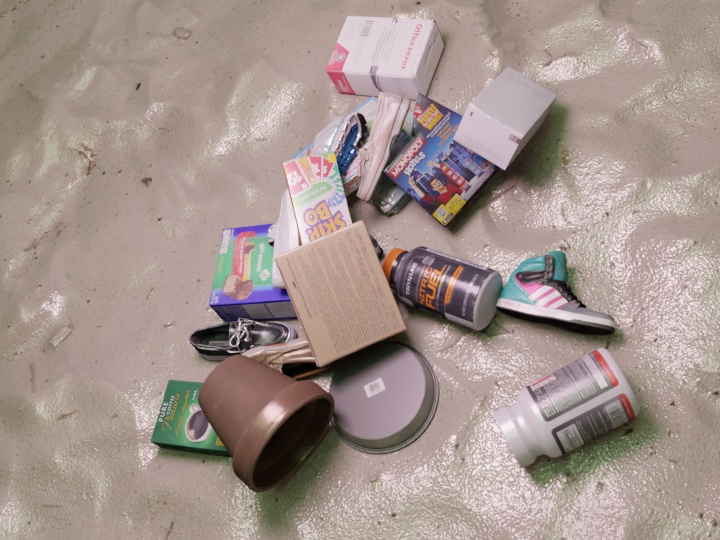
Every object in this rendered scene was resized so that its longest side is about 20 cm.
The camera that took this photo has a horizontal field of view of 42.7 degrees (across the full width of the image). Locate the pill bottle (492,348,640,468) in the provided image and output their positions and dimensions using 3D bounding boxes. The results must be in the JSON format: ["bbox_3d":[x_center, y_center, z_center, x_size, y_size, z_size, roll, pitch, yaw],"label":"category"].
[{"bbox_3d":[0.310,0.212,1.398,0.199,0.116,0.116,-28,57,5],"label":"pill bottle"}]

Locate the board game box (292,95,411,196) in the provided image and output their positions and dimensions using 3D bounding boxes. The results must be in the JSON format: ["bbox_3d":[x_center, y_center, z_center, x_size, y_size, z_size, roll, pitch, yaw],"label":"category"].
[{"bbox_3d":[-0.016,-0.227,1.754,0.200,0.034,0.135,-37,55,0],"label":"board game box"}]

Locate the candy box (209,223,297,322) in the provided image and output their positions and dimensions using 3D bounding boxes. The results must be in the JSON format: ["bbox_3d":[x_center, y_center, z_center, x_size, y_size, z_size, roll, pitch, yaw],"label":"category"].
[{"bbox_3d":[-0.168,0.002,1.718,0.199,0.077,0.170,-4,60,18],"label":"candy box"}]

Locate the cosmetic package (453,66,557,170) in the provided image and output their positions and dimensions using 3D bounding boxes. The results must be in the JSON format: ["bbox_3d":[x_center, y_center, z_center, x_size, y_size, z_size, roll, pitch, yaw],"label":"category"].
[{"bbox_3d":[0.258,-0.272,1.622,0.113,0.081,0.200,34,42,10],"label":"cosmetic package"}]

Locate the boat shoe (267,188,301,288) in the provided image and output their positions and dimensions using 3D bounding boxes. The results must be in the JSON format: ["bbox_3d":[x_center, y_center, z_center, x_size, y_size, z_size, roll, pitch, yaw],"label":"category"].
[{"bbox_3d":[-0.135,-0.057,1.658,0.068,0.072,0.201,-11,67,13],"label":"boat shoe"}]

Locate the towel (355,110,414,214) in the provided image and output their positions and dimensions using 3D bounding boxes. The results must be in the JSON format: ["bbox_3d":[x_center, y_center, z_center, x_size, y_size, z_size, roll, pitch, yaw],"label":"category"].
[{"bbox_3d":[0.060,-0.219,1.764,0.171,0.048,0.200,36,80,31],"label":"towel"}]

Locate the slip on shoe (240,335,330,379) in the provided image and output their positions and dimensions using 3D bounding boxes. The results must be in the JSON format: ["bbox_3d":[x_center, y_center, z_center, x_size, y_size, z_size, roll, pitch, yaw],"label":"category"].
[{"bbox_3d":[-0.143,0.172,1.622,0.199,0.076,0.061,-16,47,4],"label":"slip on shoe"}]

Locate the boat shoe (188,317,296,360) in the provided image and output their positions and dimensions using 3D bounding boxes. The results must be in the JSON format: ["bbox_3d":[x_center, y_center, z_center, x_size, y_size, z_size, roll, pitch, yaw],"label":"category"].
[{"bbox_3d":[-0.217,0.121,1.680,0.198,0.068,0.074,-2,63,20],"label":"boat shoe"}]

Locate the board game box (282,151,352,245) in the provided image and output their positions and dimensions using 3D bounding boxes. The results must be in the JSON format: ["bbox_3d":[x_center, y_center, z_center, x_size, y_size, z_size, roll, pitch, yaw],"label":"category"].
[{"bbox_3d":[-0.070,-0.105,1.620,0.095,0.030,0.201,-13,81,-8],"label":"board game box"}]

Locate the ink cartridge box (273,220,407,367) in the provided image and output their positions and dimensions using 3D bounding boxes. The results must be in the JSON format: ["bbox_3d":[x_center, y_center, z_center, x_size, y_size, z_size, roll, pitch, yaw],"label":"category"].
[{"bbox_3d":[-0.033,0.039,1.551,0.164,0.075,0.201,-22,90,-1],"label":"ink cartridge box"}]

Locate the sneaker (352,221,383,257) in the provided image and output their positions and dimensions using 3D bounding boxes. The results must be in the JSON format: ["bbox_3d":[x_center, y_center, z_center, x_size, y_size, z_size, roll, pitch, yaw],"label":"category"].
[{"bbox_3d":[0.000,0.000,1.661,0.115,0.075,0.201,-14,80,-27],"label":"sneaker"}]

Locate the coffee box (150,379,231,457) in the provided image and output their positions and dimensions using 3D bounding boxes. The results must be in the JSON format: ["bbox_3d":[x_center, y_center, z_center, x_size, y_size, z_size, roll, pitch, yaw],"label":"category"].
[{"bbox_3d":[-0.266,0.264,1.638,0.199,0.044,0.124,1,65,21],"label":"coffee box"}]

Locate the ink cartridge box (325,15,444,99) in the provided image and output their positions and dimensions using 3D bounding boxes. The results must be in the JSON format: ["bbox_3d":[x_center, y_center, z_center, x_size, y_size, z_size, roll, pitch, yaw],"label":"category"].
[{"bbox_3d":[0.052,-0.431,1.858,0.199,0.085,0.146,10,68,27],"label":"ink cartridge box"}]

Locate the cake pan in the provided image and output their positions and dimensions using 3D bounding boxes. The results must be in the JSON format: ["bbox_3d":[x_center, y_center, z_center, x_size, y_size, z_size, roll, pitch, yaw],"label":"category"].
[{"bbox_3d":[0.032,0.206,1.557,0.199,0.037,0.201,-9,61,17],"label":"cake pan"}]

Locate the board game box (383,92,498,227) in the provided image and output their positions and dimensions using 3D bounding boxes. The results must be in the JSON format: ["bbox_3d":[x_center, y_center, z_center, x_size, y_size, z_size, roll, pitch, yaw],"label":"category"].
[{"bbox_3d":[0.143,-0.213,1.672,0.200,0.062,0.200,42,84,6],"label":"board game box"}]

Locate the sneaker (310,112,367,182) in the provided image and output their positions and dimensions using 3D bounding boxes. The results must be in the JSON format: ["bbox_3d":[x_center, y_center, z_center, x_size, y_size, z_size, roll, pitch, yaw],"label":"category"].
[{"bbox_3d":[-0.067,-0.208,1.711,0.086,0.075,0.201,15,66,43],"label":"sneaker"}]

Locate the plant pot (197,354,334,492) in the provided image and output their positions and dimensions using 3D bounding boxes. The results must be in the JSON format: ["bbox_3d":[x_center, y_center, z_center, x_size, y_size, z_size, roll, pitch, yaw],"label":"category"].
[{"bbox_3d":[-0.168,0.232,1.512,0.174,0.200,0.200,37,81,25],"label":"plant pot"}]

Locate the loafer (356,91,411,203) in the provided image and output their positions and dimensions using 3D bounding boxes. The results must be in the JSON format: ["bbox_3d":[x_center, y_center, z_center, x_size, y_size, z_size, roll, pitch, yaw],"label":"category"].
[{"bbox_3d":[0.028,-0.225,1.668,0.063,0.072,0.201,23,98,1],"label":"loafer"}]

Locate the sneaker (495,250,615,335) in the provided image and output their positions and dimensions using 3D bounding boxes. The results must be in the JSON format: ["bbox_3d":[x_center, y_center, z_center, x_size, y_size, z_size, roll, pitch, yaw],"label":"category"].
[{"bbox_3d":[0.331,0.031,1.510,0.199,0.084,0.121,13,79,28],"label":"sneaker"}]

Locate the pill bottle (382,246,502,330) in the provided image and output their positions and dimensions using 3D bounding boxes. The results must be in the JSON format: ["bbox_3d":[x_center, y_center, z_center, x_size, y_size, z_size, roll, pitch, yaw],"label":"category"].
[{"bbox_3d":[0.134,0.023,1.573,0.199,0.106,0.107,19,72,29],"label":"pill bottle"}]
